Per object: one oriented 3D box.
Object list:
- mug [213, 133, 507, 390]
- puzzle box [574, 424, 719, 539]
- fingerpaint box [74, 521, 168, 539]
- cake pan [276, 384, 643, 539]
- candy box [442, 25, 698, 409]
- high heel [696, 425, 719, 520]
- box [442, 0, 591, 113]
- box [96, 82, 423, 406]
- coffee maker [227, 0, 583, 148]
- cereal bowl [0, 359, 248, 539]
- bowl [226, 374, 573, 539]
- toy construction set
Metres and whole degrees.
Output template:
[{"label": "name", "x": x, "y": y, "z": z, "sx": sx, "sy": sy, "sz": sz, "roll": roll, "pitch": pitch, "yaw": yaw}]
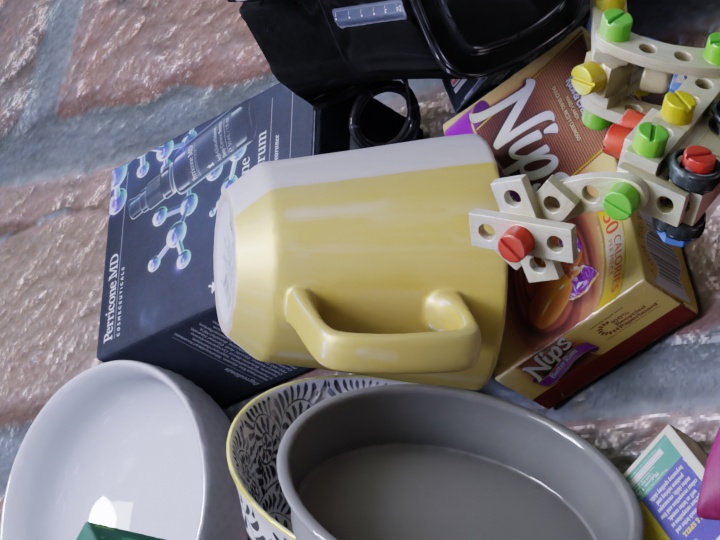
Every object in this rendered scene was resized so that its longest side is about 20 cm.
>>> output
[{"label": "mug", "x": -0.001, "y": -0.008, "z": 1.467, "sx": 0.187, "sy": 0.152, "sz": 0.151, "roll": 145, "pitch": 125, "yaw": -76}, {"label": "puzzle box", "x": 0.141, "y": 0.197, "z": 1.379, "sx": 0.200, "sy": 0.025, "sz": 0.133, "roll": -50, "pitch": 39, "yaw": 13}, {"label": "fingerpaint box", "x": -0.058, "y": 0.229, "z": 1.431, "sx": 0.074, "sy": 0.199, "sz": 0.167, "roll": -61, "pitch": 37, "yaw": 15}, {"label": "cake pan", "x": 0.051, "y": 0.130, "z": 1.365, "sx": 0.200, "sy": 0.199, "sz": 0.037, "roll": 51, "pitch": 137, "yaw": 49}, {"label": "candy box", "x": 0.122, "y": -0.033, "z": 1.517, "sx": 0.116, "sy": 0.056, "sz": 0.201, "roll": -35, "pitch": 47, "yaw": 29}, {"label": "high heel", "x": 0.203, "y": 0.034, "z": 1.361, "sx": 0.096, "sy": 0.067, "sz": 0.201, "roll": -18, "pitch": 55, "yaw": 13}, {"label": "box", "x": 0.091, "y": -0.214, "z": 1.556, "sx": 0.200, "sy": 0.046, "sz": 0.160, "roll": -48, "pitch": 58, "yaw": 51}, {"label": "box", "x": -0.065, "y": -0.018, "z": 1.670, "sx": 0.199, "sy": 0.107, "sz": 0.149, "roll": -25, "pitch": 51, "yaw": 37}, {"label": "coffee maker", "x": 0.036, "y": -0.161, "z": 1.514, "sx": 0.135, "sy": 0.192, "sz": 0.200, "roll": -53, "pitch": 26, "yaw": -19}, {"label": "cereal bowl", "x": -0.140, "y": 0.162, "z": 1.648, "sx": 0.199, "sy": 0.083, "sz": 0.201, "roll": -16, "pitch": 66, "yaw": 42}, {"label": "bowl", "x": 0.014, "y": 0.152, "z": 1.450, "sx": 0.201, "sy": 0.200, "sz": 0.095, "roll": 50, "pitch": 135, "yaw": 49}, {"label": "toy construction set", "x": 0.147, "y": -0.073, "z": 1.416, "sx": 0.131, "sy": 0.092, "sz": 0.200, "roll": 25, "pitch": 54, "yaw": 16}]
